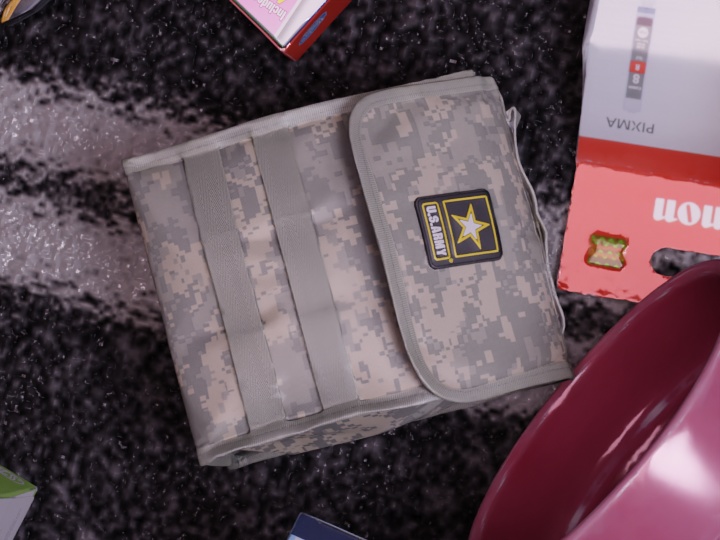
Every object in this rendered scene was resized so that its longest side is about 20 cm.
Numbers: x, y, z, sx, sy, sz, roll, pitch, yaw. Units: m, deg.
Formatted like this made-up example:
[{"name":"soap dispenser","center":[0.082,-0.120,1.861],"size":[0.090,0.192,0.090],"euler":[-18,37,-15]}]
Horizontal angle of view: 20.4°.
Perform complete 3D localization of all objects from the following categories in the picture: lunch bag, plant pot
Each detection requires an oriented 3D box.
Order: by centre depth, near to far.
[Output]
[{"name":"plant pot","center":[0.178,0.125,0.952],"size":[0.179,0.200,0.200],"euler":[39,94,-7]},{"name":"lunch bag","center":[0.000,0.000,1.014],"size":[0.198,0.118,0.165],"euler":[-16,81,5]}]

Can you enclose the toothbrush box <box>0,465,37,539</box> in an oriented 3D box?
[{"name":"toothbrush box","center":[-0.299,0.135,1.073],"size":[0.199,0.086,0.146],"euler":[29,92,11]}]

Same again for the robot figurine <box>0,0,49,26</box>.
[{"name":"robot figurine","center":[-0.257,-0.194,1.093],"size":[0.198,0.058,0.146],"euler":[-4,88,10]}]

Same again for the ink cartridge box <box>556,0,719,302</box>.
[{"name":"ink cartridge box","center":[0.190,-0.079,1.021],"size":[0.161,0.050,0.202],"euler":[9,86,10]}]

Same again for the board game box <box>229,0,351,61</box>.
[{"name":"board game box","center":[-0.024,-0.238,1.067],"size":[0.153,0.040,0.200],"euler":[44,95,8]}]

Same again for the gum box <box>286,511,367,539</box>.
[{"name":"gum box","center":[0.034,0.209,0.962],"size":[0.169,0.201,0.045],"euler":[22,59,9]}]
